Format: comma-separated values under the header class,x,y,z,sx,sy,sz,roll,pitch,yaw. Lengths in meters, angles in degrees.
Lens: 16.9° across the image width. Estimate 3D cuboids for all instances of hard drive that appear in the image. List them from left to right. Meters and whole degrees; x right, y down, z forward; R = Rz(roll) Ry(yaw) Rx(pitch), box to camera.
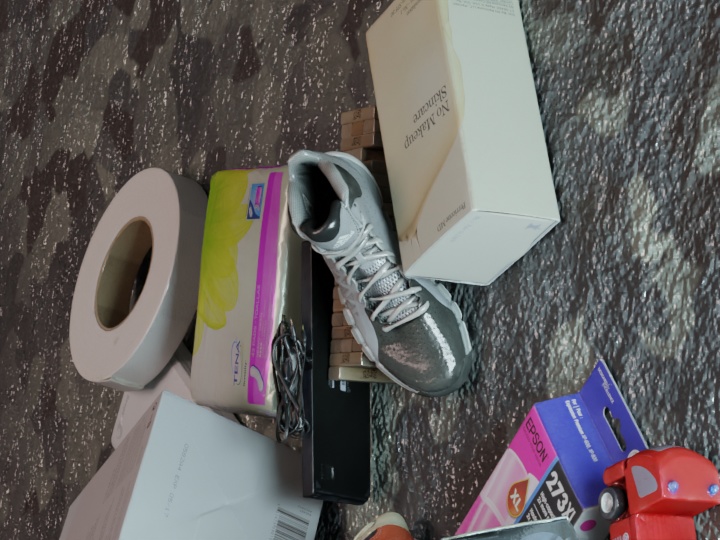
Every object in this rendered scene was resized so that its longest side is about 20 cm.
class,x,y,z,sx,sy,sz,roll,pitch,yaw
hard drive,-0.161,0.146,2.111,0.200,0.026,0.132,48,126,54

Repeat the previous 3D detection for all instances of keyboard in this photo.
class,x,y,z,sx,sy,sz,roll,pitch,yaw
keyboard,-0.035,0.073,1.806,0.040,0.104,0.200,-11,72,35

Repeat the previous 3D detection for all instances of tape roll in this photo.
class,x,y,z,sx,sy,sz,roll,pitch,yaw
tape roll,-0.197,0.009,2.157,0.203,0.037,0.203,-37,44,45

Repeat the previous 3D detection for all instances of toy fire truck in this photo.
class,x,y,z,sx,sy,sz,roll,pitch,yaw
toy fire truck,0.203,0.189,1.398,0.141,0.049,0.200,-35,53,54

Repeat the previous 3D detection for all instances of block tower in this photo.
class,x,y,z,sx,sy,sz,roll,pitch,yaw
block tower,0.016,-0.018,1.785,0.058,0.054,0.200,-6,80,62

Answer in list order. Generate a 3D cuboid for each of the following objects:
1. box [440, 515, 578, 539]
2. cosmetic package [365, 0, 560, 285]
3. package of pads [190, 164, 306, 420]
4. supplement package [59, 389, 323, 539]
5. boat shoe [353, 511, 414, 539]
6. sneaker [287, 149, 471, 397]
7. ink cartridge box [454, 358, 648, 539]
class,x,y,z,sx,sy,sz,roll,pitch,yaw
box,0.106,0.280,1.469,0.164,0.086,0.200,96,161,-48
cosmetic package,0.069,-0.102,1.687,0.104,0.073,0.200,-45,45,49
package of pads,-0.073,0.017,1.929,0.154,0.068,0.200,0,84,61
supplement package,-0.144,0.227,1.886,0.200,0.151,0.152,-49,20,46
boat shoe,-0.014,0.257,1.768,0.200,0.071,0.063,-56,32,38
sneaker,0.000,0.000,1.688,0.075,0.115,0.200,-35,74,10
ink cartridge box,0.119,0.159,1.579,0.200,0.037,0.095,-60,36,33
